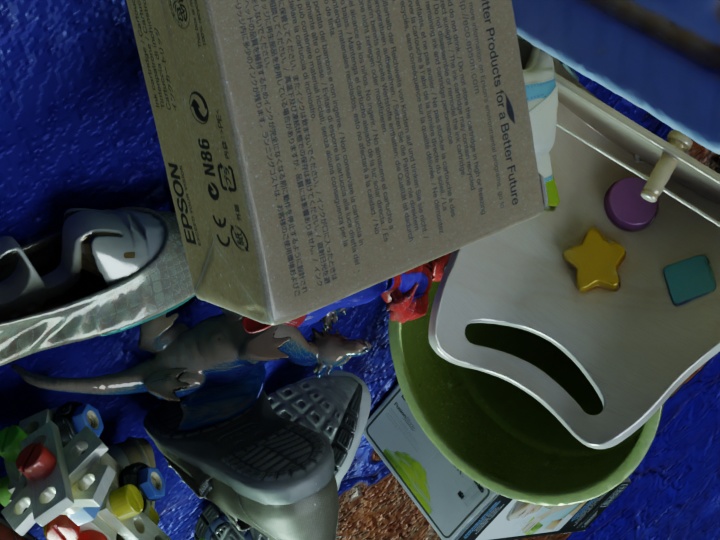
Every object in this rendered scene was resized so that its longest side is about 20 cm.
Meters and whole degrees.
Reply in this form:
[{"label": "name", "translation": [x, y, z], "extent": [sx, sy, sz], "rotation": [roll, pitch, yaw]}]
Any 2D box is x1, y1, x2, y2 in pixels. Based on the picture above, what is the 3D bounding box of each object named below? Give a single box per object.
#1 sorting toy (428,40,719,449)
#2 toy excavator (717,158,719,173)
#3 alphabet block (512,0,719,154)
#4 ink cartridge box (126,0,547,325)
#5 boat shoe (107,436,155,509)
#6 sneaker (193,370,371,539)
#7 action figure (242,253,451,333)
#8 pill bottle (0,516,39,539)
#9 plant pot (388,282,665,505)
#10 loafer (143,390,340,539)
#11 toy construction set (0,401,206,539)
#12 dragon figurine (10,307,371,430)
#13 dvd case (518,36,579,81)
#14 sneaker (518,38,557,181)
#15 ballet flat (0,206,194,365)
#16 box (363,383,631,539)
[{"label": "sorting toy", "translation": [0.133, -0.002, 1.061], "extent": [0.180, 0.200, 0.107], "rotation": [-58, 178, -4]}, {"label": "toy excavator", "translation": [0.371, -0.084, 1.391], "extent": [0.200, 0.195, 0.100], "rotation": [-16, 156, 15]}, {"label": "alphabet block", "translation": [0.204, -0.166, 0.950], "extent": [0.200, 0.196, 0.195], "rotation": [10, 114, -56]}, {"label": "ink cartridge box", "translation": [-0.012, -0.098, 0.842], "extent": [0.165, 0.075, 0.200], "rotation": [-22, 111, -32]}, {"label": "boat shoe", "translation": [-0.149, 0.176, 1.175], "extent": [0.063, 0.073, 0.201], "rotation": [-26, 142, -17]}, {"label": "sneaker", "translation": [-0.044, 0.131, 1.258], "extent": [0.087, 0.075, 0.200], "rotation": [-27, 158, -47]}, {"label": "action figure", "translation": [0.000, 0.000, 1.025], "extent": [0.052, 0.065, 0.200], "rotation": [-36, 164, 25]}, {"label": "pill bottle", "translation": [-0.224, 0.196, 1.064], "extent": [0.112, 0.112, 0.200], "rotation": [-39, 152, -2]}, {"label": "plant pot", "translation": [0.152, 0.028, 1.240], "extent": [0.190, 0.200, 0.200], "rotation": [-26, 152, -51]}, {"label": "loafer", "translation": [-0.069, 0.117, 1.075], "extent": [0.075, 0.200, 0.070], "rotation": [-21, 109, -17]}, {"label": "toy construction set", "translation": [-0.146, 0.148, 1.014], "extent": [0.092, 0.131, 0.200], "rotation": [-12, 133, 12]}, {"label": "dragon figurine", "translation": [-0.086, 0.051, 1.045], "extent": [0.200, 0.059, 0.099], "rotation": [-21, 162, -4]}, {"label": "dvd case", "translation": [0.037, -0.066, 1.086], "extent": [0.200, 0.022, 0.146], "rotation": [-44, 159, 6]}, {"label": "sneaker", "translation": [0.014, -0.089, 0.956], "extent": [0.200, 0.076, 0.081], "rotation": [1, 96, -34]}, {"label": "ballet flat", "translation": [-0.152, 0.004, 0.926], "extent": [0.200, 0.067, 0.062], "rotation": [-25, 138, -25]}, {"label": "box", "translation": [0.103, 0.137, 1.383], "extent": [0.060, 0.117, 0.200], "rotation": [-50, 152, 22]}]
